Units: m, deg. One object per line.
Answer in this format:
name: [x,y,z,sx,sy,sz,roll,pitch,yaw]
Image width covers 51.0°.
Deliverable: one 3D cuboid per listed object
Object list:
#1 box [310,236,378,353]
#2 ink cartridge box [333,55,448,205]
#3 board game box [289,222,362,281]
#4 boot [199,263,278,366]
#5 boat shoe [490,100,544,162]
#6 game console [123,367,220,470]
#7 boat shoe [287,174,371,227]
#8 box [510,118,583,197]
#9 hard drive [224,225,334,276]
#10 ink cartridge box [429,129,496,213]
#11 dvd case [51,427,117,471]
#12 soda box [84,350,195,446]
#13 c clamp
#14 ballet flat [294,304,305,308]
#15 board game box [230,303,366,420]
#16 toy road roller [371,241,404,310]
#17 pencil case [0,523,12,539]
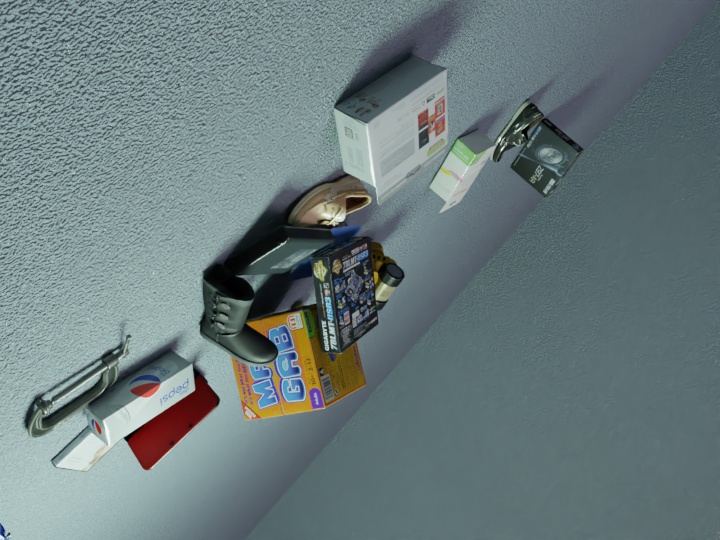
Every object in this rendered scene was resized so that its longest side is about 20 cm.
box: [-0.028,0.046,1.568,0.200,0.049,0.201,-31,116,-61]
ink cartridge box: [0.060,-0.243,1.317,0.200,0.084,0.177,-38,141,-27]
board game box: [-0.086,-0.051,1.604,0.158,0.039,0.199,-48,164,23]
boot: [-0.215,0.087,1.387,0.201,0.163,0.066,114,-3,-51]
boat shoe: [0.435,-0.378,2.121,0.072,0.068,0.201,-27,157,-55]
game console: [-0.382,0.318,1.580,0.200,0.119,0.173,-42,164,-12]
boat shoe: [-0.052,-0.124,1.444,0.199,0.069,0.074,-33,160,-40]
box: [0.594,-0.358,2.416,0.043,0.160,0.201,-31,159,-42]
hard drive: [-0.146,-0.035,1.409,0.139,0.033,0.200,-30,171,20]
ink cartridge box: [0.253,-0.253,1.939,0.117,0.067,0.201,-30,156,-48]
dvd case: [-0.489,0.311,1.467,0.200,0.018,0.143,-44,164,-10]
soda box: [-0.400,0.230,1.382,0.199,0.063,0.069,-32,136,-41]
c clamp: [-0.463,0.193,1.240,0.200,0.027,0.171,-40,168,-30]
ballet flat: [-0.187,0.164,1.834,0.200,0.067,0.067,-50,-174,5]
board game box: [-0.135,0.185,1.611,0.198,0.202,0.199,-14,179,26]
toy road roller: [0.000,0.000,1.862,0.198,0.147,0.123,12,131,-27]
pencil case: [-0.686,0.483,1.255,0.200,0.078,0.087,-40,141,-18]
